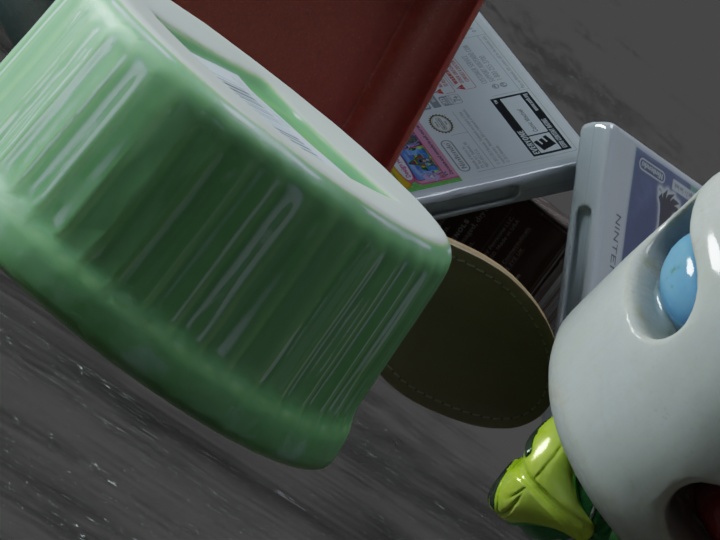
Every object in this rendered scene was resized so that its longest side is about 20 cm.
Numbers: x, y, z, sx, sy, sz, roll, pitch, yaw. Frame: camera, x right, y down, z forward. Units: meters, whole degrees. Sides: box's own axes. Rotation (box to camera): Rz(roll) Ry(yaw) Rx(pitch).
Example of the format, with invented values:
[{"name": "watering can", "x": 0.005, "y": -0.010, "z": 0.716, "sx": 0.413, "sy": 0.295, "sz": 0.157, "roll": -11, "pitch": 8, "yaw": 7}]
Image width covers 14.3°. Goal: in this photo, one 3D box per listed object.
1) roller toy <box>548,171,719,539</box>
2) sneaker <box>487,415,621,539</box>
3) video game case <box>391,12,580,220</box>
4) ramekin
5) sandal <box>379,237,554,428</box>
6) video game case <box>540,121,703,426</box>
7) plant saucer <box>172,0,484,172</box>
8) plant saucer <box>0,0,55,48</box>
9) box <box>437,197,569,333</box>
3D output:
[{"name": "roller toy", "x": 0.187, "y": 0.053, "z": 1.218, "sx": 0.182, "sy": 0.140, "sz": 0.200, "roll": -3, "pitch": 55, "yaw": -51}, {"name": "sneaker", "x": 0.119, "y": 0.102, "z": 1.304, "sx": 0.084, "sy": 0.074, "sz": 0.200, "roll": 45, "pitch": 21, "yaw": 12}, {"name": "video game case", "x": 0.001, "y": -0.093, "z": 1.538, "sx": 0.182, "sy": 0.022, "sz": 0.200, "roll": -13, "pitch": 45, "yaw": -22}, {"name": "ramekin", "x": -0.060, "y": -0.025, "z": 1.091, "sx": 0.200, "sy": 0.098, "sz": 0.200, "roll": 38, "pitch": 8, "yaw": -6}, {"name": "sandal", "x": 0.003, "y": -0.004, "z": 1.337, "sx": 0.212, "sy": 0.078, "sz": 0.070, "roll": 29, "pitch": 18, "yaw": -25}, {"name": "video game case", "x": 0.165, "y": 0.040, "z": 1.531, "sx": 0.023, "sy": 0.183, "sz": 0.200, "roll": -3, "pitch": -20, "yaw": 36}, {"name": "plant saucer", "x": -0.043, "y": -0.108, "z": 1.310, "sx": 0.037, "sy": 0.200, "sz": 0.200, "roll": 27, "pitch": -2, "yaw": 43}, {"name": "plant saucer", "x": -0.076, "y": -0.141, "z": 1.357, "sx": 0.201, "sy": 0.201, "sz": 0.039, "roll": 34, "pitch": 24, "yaw": -31}, {"name": "box", "x": 0.045, "y": -0.038, "z": 1.596, "sx": 0.200, "sy": 0.075, "sz": 0.100, "roll": 41, "pitch": 8, "yaw": 27}]
